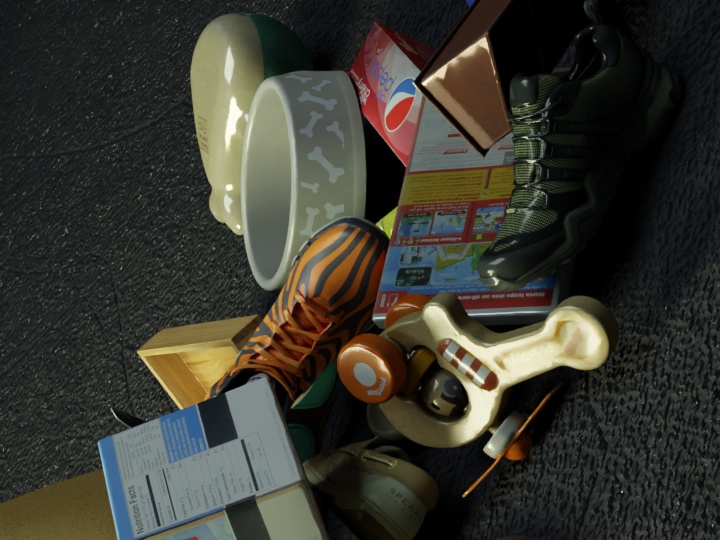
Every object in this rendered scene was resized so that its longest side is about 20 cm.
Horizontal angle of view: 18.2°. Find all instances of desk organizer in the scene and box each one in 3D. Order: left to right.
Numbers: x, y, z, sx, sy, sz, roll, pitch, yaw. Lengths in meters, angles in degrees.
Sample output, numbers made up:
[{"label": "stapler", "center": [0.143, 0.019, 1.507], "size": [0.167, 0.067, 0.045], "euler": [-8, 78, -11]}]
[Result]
[{"label": "desk organizer", "center": [0.122, -0.174, 1.554], "size": [0.077, 0.072, 0.200], "euler": [-33, 16, 45]}]

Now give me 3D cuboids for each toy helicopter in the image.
[{"label": "toy helicopter", "center": [0.090, 0.070, 1.470], "size": [0.200, 0.132, 0.079], "euler": [-22, 11, 41]}]

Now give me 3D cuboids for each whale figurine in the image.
[{"label": "whale figurine", "center": [-0.096, -0.137, 2.072], "size": [0.159, 0.104, 0.200], "euler": [-150, 59, -65]}]

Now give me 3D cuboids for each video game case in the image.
[{"label": "video game case", "center": [0.092, -0.052, 1.574], "size": [0.143, 0.017, 0.200], "euler": [-3, 59, 29]}]

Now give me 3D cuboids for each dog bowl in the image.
[{"label": "dog bowl", "center": [-0.051, -0.071, 1.848], "size": [0.200, 0.059, 0.201], "euler": [-179, 90, -73]}]

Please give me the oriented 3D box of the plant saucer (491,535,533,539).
[{"label": "plant saucer", "center": [0.062, 0.261, 1.438], "size": [0.200, 0.034, 0.200], "euler": [-47, 30, 38]}]

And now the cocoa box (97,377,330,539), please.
[{"label": "cocoa box", "center": [-0.084, 0.204, 1.550], "size": [0.131, 0.200, 0.133], "euler": [-20, 32, -3]}]

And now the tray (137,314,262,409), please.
[{"label": "tray", "center": [-0.108, 0.090, 1.862], "size": [0.037, 0.099, 0.200], "euler": [-42, 14, -23]}]

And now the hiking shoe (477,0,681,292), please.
[{"label": "hiking shoe", "center": [0.122, -0.080, 1.479], "size": [0.200, 0.101, 0.076], "euler": [-55, 19, -18]}]

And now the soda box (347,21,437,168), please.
[{"label": "soda box", "center": [0.051, -0.127, 1.755], "size": [0.063, 0.070, 0.200], "euler": [-62, 24, 14]}]

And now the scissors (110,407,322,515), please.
[{"label": "scissors", "center": [-0.099, 0.139, 1.610], "size": [0.073, 0.200, 0.014], "euler": [-45, 31, -10]}]

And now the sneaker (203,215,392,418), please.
[{"label": "sneaker", "center": [-0.045, 0.057, 1.609], "size": [0.200, 0.078, 0.112], "euler": [-59, -1, 31]}]

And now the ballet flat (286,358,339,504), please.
[{"label": "ballet flat", "center": [-0.057, 0.107, 1.738], "size": [0.071, 0.071, 0.200], "euler": [-165, 79, -66]}]

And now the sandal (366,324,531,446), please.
[{"label": "sandal", "center": [0.061, 0.054, 1.588], "size": [0.200, 0.054, 0.080], "euler": [-42, 35, 33]}]

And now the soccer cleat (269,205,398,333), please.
[{"label": "soccer cleat", "center": [0.000, 0.001, 1.731], "size": [0.200, 0.084, 0.065], "euler": [-48, 31, 38]}]

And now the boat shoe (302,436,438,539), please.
[{"label": "boat shoe", "center": [0.011, 0.156, 1.604], "size": [0.066, 0.074, 0.200], "euler": [-45, 16, -7]}]

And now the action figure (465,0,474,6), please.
[{"label": "action figure", "center": [0.088, -0.253, 1.821], "size": [0.065, 0.052, 0.200], "euler": [-60, 22, 25]}]

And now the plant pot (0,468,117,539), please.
[{"label": "plant pot", "center": [-0.186, 0.225, 1.719], "size": [0.186, 0.200, 0.187], "euler": [-179, 90, -71]}]
